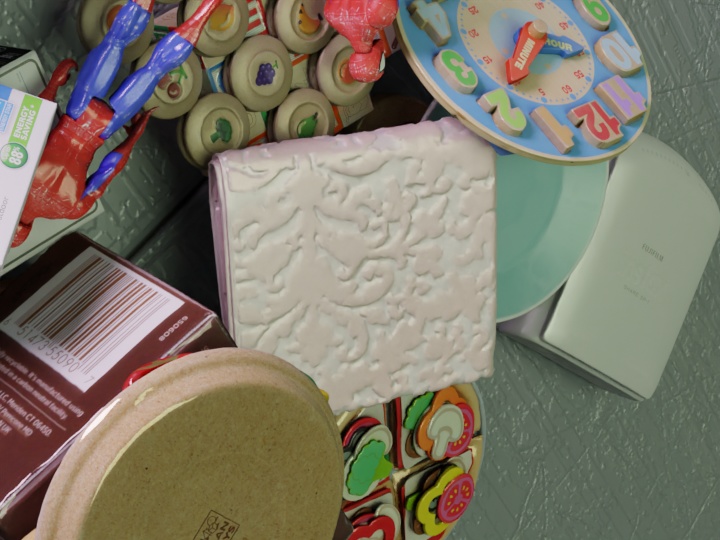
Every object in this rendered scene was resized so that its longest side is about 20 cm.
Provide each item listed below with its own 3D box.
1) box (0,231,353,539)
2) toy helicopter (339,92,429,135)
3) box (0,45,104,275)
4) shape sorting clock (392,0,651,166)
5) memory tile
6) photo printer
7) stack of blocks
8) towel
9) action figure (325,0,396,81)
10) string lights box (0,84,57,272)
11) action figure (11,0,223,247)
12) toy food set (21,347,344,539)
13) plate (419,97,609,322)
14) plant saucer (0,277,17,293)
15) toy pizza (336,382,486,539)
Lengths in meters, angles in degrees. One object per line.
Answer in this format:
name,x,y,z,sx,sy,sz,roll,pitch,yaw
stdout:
box,-0.143,0.117,0.995,0.164,0.166,0.200,-43,129,-18
toy helicopter,0.007,-0.028,1.202,0.132,0.079,0.200,0,104,-39
box,-0.262,-0.037,0.986,0.200,0.060,0.117,-34,120,-29
shape sorting clock,0.112,-0.155,1.137,0.200,0.039,0.200,16,54,-23
memory tile,-0.078,-0.142,1.065,0.153,0.017,0.200,-54,126,-17
photo printer,0.211,-0.011,1.376,0.166,0.069,0.200,30,81,-40
stack of blocks,-0.035,-0.157,1.146,0.200,0.059,0.115,-35,119,-28
towel,0.000,0.000,1.112,0.200,0.032,0.191,-11,111,-24
action figure,0.014,-0.220,1.067,0.052,0.065,0.200,6,93,-44
string lights box,-0.275,-0.067,0.894,0.200,0.059,0.103,18,65,-11
action figure,-0.151,-0.097,0.983,0.065,0.052,0.200,36,86,-23
toy food set,-0.090,0.134,0.901,0.198,0.049,0.200,14,98,-42
plate,0.099,-0.062,1.197,0.200,0.026,0.201,-12,111,-35
plant saucer,-0.211,0.105,1.079,0.200,0.032,0.201,-9,105,-38
toy pizza,0.028,0.159,1.269,0.200,0.032,0.201,-19,121,-36
